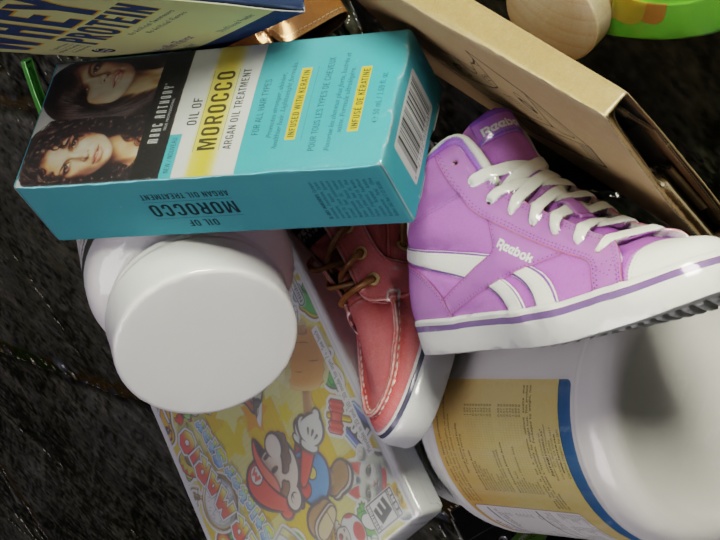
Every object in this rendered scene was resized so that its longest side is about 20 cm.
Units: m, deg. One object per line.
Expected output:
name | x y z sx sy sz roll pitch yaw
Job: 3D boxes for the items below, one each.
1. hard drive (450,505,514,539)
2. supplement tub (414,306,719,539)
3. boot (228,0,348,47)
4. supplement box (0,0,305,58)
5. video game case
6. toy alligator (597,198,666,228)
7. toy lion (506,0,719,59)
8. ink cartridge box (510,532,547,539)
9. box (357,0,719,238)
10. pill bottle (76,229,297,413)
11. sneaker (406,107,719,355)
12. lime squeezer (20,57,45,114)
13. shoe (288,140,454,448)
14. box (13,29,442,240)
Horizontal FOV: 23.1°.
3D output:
hard drive | 0.129 0.259 1.177 0.200 0.038 0.140 62 180 34
supplement tub | 0.121 0.072 0.947 0.145 0.145 0.200 57 153 -16
boot | -0.120 -0.147 0.967 0.155 0.200 0.074 55 -177 5
supplement box | -0.145 -0.212 0.829 0.134 0.200 0.200 -10 81 60
video game case | -0.050 0.097 1.044 0.182 0.023 0.200 -45 62 40
toy alligator | 0.099 -0.018 0.914 0.059 0.054 0.200 29 -178 -31
toy lion | 0.125 -0.185 0.709 0.192 0.069 0.200 6 132 43
ink cartridge box | 0.170 0.158 0.981 0.200 0.148 0.076 26 146 38
box | 0.074 -0.090 0.837 0.200 0.021 0.163 38 -178 34
pill bottle | -0.099 -0.023 0.966 0.200 0.114 0.114 -111 3 -50
sneaker | 0.086 -0.023 0.812 0.200 0.073 0.114 -8 91 49
lime squeezer | -0.212 -0.072 1.374 0.200 0.038 0.071 49 153 1
shoe | 0.000 0.000 0.964 0.091 0.200 0.071 20 141 -19
box | -0.065 -0.065 0.864 0.200 0.082 0.049 -2 146 23
